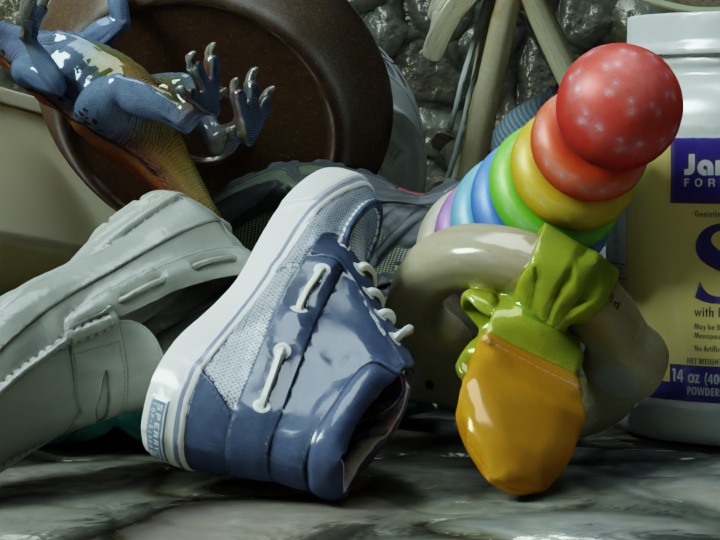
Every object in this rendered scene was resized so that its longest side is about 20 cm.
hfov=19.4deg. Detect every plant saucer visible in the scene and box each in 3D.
[{"bbox_3d":[-0.084,-0.087,1.133,0.200,0.200,0.034,1,35,13],"label":"plant saucer"}]

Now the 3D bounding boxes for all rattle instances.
[{"bbox_3d":[0.034,0.069,0.967,0.200,0.143,0.130,-16,-40,40],"label":"rattle"}]

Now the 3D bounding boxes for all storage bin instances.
[{"bbox_3d":[-0.229,-0.021,1.255,0.199,0.094,0.200,-20,-18,32],"label":"storage bin"}]

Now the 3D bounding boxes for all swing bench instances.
[{"bbox_3d":[0.099,-0.108,1.238,0.130,0.200,0.199,-6,12,5],"label":"swing bench"}]

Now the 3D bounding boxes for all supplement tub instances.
[{"bbox_3d":[0.190,-0.022,1.018,0.145,0.200,0.145,-1,4,0],"label":"supplement tub"}]

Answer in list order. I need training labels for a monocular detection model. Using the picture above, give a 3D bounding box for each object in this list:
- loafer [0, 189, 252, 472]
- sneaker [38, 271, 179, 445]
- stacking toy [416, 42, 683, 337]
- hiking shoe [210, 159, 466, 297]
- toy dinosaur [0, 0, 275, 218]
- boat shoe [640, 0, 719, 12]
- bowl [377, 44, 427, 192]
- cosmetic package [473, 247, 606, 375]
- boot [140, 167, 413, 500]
[{"bbox_3d":[-0.115,0.034,0.901,0.070,0.070,0.200,31,48,17],"label":"loafer"},{"bbox_3d":[-0.121,0.042,1.038,0.121,0.084,0.200,8,3,-13],"label":"sneaker"},{"bbox_3d":[0.094,-0.040,0.963,0.085,0.085,0.200,-2,-23,-19],"label":"stacking toy"},{"bbox_3d":[0.000,0.000,1.096,0.200,0.076,0.101,-1,44,9],"label":"hiking shoe"},{"bbox_3d":[-0.146,-0.091,1.042,0.181,0.200,0.105,5,5,26],"label":"toy dinosaur"},{"bbox_3d":[0.204,-0.152,1.053,0.200,0.072,0.076,7,-9,8],"label":"boat shoe"},{"bbox_3d":[-0.023,-0.061,1.246,0.201,0.201,0.094,-5,16,-45],"label":"bowl"},{"bbox_3d":[0.103,0.021,1.308,0.200,0.074,0.102,4,7,39],"label":"cosmetic package"},{"bbox_3d":[-0.010,0.028,0.918,0.090,0.073,0.200,15,40,17],"label":"boot"}]
